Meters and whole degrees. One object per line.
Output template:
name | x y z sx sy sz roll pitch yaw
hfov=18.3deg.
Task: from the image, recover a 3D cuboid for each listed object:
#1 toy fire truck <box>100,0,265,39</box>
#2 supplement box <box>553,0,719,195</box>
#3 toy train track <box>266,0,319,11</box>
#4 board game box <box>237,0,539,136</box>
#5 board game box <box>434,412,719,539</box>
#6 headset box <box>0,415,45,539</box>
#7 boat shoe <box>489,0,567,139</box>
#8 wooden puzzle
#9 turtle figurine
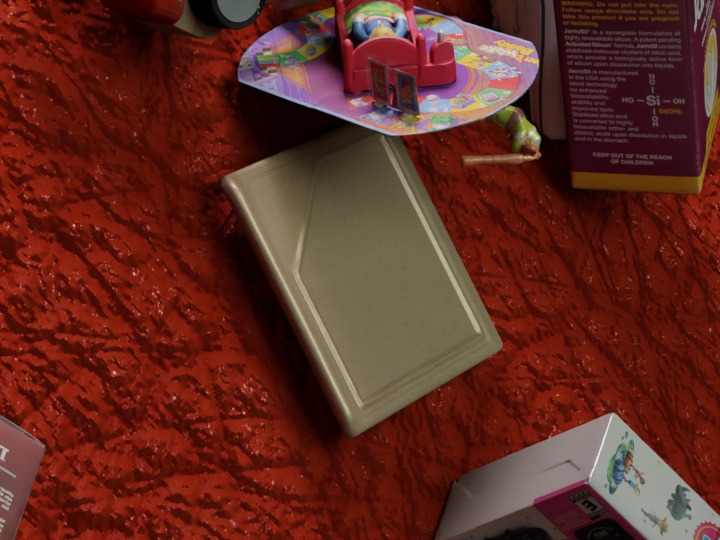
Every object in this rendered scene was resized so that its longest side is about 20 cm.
toy fire truck | -0.153 -0.254 1.379 0.199 0.128 0.177 18 89 -43
supplement box | 0.206 -0.174 1.645 0.131 0.102 0.201 -67 154 -46
toy train track | 0.010 -0.207 1.511 0.199 0.115 0.033 -10 89 -27
board game box | 0.019 -0.152 1.467 0.158 0.199 0.039 -33 133 -39
board game box | 0.170 0.198 1.477 0.200 0.147 0.065 42 46 -21
headset box | -0.243 0.154 1.093 0.077 0.148 0.201 35 51 -28
boat shoe | 0.131 -0.199 1.689 0.074 0.066 0.202 1 90 -74
wooden puzzle | 0.000 0.000 1.491 0.200 0.037 0.186 -26 90 -52
turtle figurine | 0.048 -0.137 1.544 0.199 0.065 0.161 20 21 12
